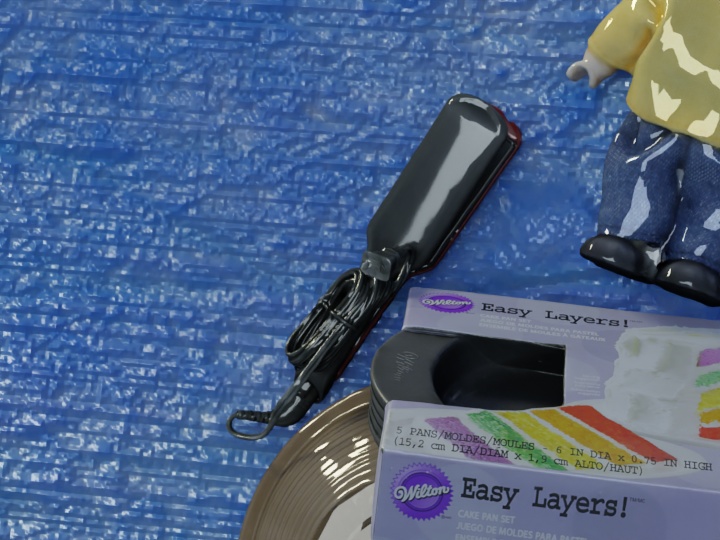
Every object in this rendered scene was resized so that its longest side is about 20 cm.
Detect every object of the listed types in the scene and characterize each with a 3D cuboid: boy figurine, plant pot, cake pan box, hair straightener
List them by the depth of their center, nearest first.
[{"bbox_3d":[0.102,0.070,1.221,0.199,0.184,0.052,7,110,4],"label":"cake pan box"},{"bbox_3d":[0.030,0.145,1.293,0.200,0.093,0.202,-2,84,15],"label":"plant pot"},{"bbox_3d":[0.159,-0.090,1.303,0.124,0.064,0.201,16,87,15],"label":"boy figurine"},{"bbox_3d":[0.000,0.000,1.324,0.041,0.077,0.200,41,94,13],"label":"hair straightener"}]
